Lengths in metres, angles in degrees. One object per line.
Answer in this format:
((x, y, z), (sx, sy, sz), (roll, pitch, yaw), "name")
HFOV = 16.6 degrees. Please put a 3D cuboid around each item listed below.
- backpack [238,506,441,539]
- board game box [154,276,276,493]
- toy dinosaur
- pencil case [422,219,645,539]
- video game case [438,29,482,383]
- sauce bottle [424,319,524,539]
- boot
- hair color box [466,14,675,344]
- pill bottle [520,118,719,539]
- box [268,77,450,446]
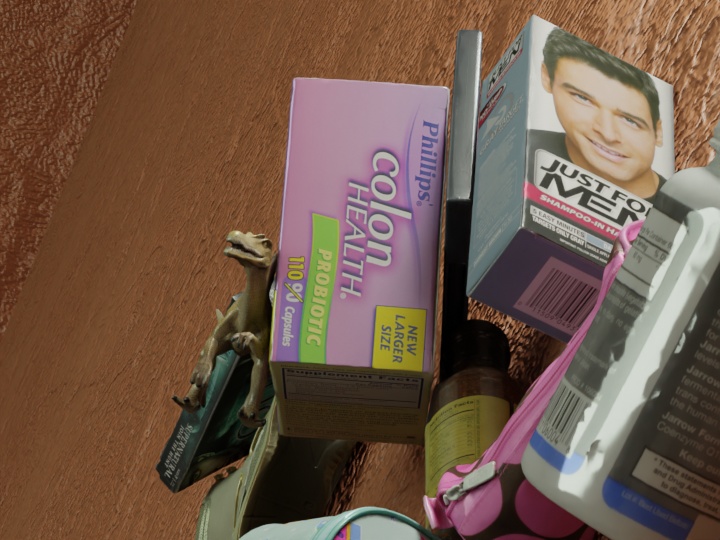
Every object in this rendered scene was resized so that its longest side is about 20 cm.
((-0.001, 0.218, 1.220), (0.153, 0.176, 0.200), (-26, 37, 41), "backpack")
((-0.064, 0.068, 1.760), (0.135, 0.028, 0.200), (-26, -26, -39), "board game box")
((-0.069, 0.040, 1.476), (0.200, 0.058, 0.101), (111, 179, -71), "toy dinosaur")
((0.115, 0.063, 1.221), (0.200, 0.093, 0.091), (-57, 31, 27), "pencil case")
((0.061, -0.026, 1.511), (0.200, 0.019, 0.143), (89, -175, -48), "video game case")
((0.068, 0.099, 1.391), (0.066, 0.066, 0.200), (-56, 14, 28), "sauce bottle")
((-0.054, 0.133, 1.749), (0.201, 0.072, 0.155), (-68, 11, -21), "boot")
((0.120, -0.047, 1.377), (0.061, 0.099, 0.200), (-54, 18, 36), "hair color box")
((0.163, 0.026, 1.080), (0.200, 0.113, 0.114), (-62, 15, 6), "pill bottle")
((0.000, 0.000, 1.517), (0.200, 0.096, 0.177), (93, -179, -74), "box")
